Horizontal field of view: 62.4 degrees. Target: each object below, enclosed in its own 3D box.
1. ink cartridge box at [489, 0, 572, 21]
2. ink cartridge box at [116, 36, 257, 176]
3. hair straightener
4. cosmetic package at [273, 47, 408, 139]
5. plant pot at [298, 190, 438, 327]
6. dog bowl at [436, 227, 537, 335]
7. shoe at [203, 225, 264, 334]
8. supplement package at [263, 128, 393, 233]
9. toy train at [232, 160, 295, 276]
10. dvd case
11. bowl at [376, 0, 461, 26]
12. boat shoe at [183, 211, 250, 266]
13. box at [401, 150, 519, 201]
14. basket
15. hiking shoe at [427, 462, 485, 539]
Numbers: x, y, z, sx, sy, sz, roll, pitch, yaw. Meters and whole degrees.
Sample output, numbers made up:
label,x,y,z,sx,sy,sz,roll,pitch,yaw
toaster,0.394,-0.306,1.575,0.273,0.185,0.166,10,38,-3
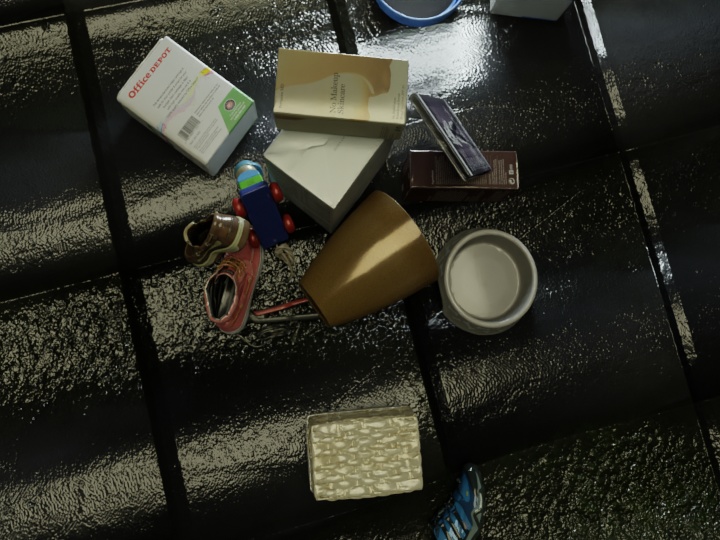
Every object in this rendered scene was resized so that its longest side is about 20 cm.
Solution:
label,x,y,z,sx,sy,sz,roll,pitch,yaw
ink cartridge box,0.335,-0.610,1.160,0.143,0.084,0.204,5,82,-4
ink cartridge box,-0.309,-0.294,1.076,0.199,0.084,0.146,36,82,0
hair straightener,-0.134,0.096,1.066,0.196,0.041,0.078,-13,84,-5
cosmetic package,-0.029,-0.265,0.899,0.196,0.071,0.107,3,83,-4
plant pot,0.000,0.000,1.010,0.199,0.186,0.187,-37,87,-10
dog bowl,0.233,0.017,1.095,0.196,0.059,0.204,1,83,-5
shoe,-0.217,0.004,1.033,0.070,0.091,0.204,7,74,5
supplement package,-0.049,-0.199,1.027,0.146,0.200,0.192,36,81,1
toy train,-0.169,-0.092,1.064,0.084,0.202,0.116,-23,45,-6
dvd case,0.150,-0.215,0.957,0.016,0.200,0.150,-34,88,24
bowl,0.112,-0.572,1.155,0.197,0.039,0.205,1,83,-5
boat shoe,-0.261,-0.059,0.997,0.074,0.201,0.076,20,66,-34
box,0.179,-0.171,1.092,0.196,0.100,0.076,-2,83,-6
basket,0.006,0.310,1.011,0.196,0.123,0.138,-4,83,-4
hiking shoe,0.163,0.435,1.033,0.085,0.074,0.204,11,83,-4
